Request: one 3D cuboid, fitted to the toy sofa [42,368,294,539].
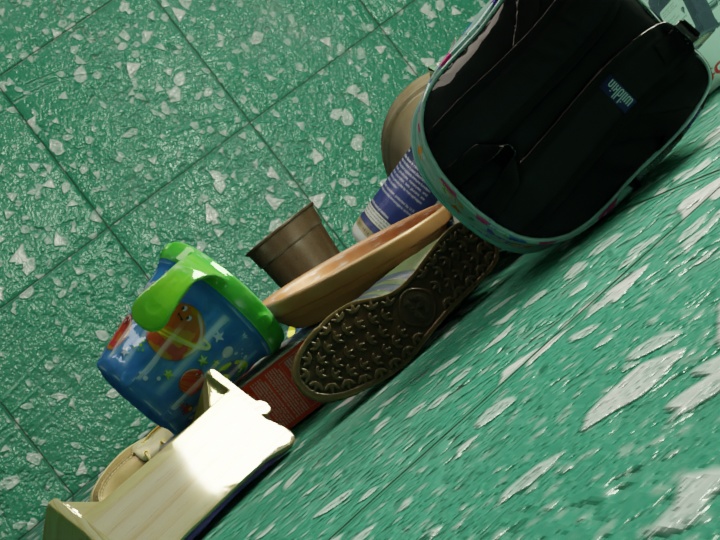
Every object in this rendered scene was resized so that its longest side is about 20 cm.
[{"bbox_3d":[-0.146,0.177,0.868,0.200,0.097,0.083,-41,-20,-46],"label":"toy sofa"}]

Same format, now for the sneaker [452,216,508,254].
[{"bbox_3d":[0.125,-0.052,1.042,0.078,0.080,0.201,2,31,6],"label":"sneaker"}]

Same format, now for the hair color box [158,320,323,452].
[{"bbox_3d":[-0.085,0.119,1.047,0.199,0.064,0.111,-37,4,9],"label":"hair color box"}]

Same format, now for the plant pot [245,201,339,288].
[{"bbox_3d":[-0.128,-0.020,2.565,0.200,0.199,0.200,-38,2,1],"label":"plant pot"}]

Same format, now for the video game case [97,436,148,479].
[{"bbox_3d":[-0.210,0.198,1.401,0.199,0.022,0.182,-38,-11,18],"label":"video game case"}]

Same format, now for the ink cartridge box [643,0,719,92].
[{"bbox_3d":[0.230,-0.220,0.978,0.144,0.200,0.084,-38,36,2],"label":"ink cartridge box"}]

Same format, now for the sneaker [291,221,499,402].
[{"bbox_3d":[0.027,0.041,0.906,0.200,0.067,0.090,-39,-5,-14],"label":"sneaker"}]

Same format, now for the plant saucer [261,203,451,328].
[{"bbox_3d":[0.000,0.000,1.027,0.199,0.038,0.200,-29,4,2],"label":"plant saucer"}]

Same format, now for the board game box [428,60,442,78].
[{"bbox_3d":[0.164,-0.178,1.039,0.199,0.105,0.023,-24,33,-10],"label":"board game box"}]

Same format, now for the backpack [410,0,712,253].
[{"bbox_3d":[0.136,-0.117,0.838,0.200,0.177,0.151,-49,1,-9],"label":"backpack"}]

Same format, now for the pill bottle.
[{"bbox_3d":[0.089,-0.089,1.216,0.201,0.111,0.111,-53,-1,12],"label":"pill bottle"}]

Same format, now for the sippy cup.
[{"bbox_3d":[-0.158,0.067,0.988,0.131,0.178,0.139,-51,36,-16],"label":"sippy cup"}]

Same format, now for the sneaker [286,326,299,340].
[{"bbox_3d":[-0.019,0.054,1.344,0.078,0.066,0.200,-24,9,24],"label":"sneaker"}]

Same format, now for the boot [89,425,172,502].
[{"bbox_3d":[-0.188,0.186,1.174,0.199,0.073,0.155,-33,-5,-34],"label":"boot"}]

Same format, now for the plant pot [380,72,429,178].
[{"bbox_3d":[0.125,-0.129,1.360,0.199,0.200,0.174,-37,20,15],"label":"plant pot"}]
